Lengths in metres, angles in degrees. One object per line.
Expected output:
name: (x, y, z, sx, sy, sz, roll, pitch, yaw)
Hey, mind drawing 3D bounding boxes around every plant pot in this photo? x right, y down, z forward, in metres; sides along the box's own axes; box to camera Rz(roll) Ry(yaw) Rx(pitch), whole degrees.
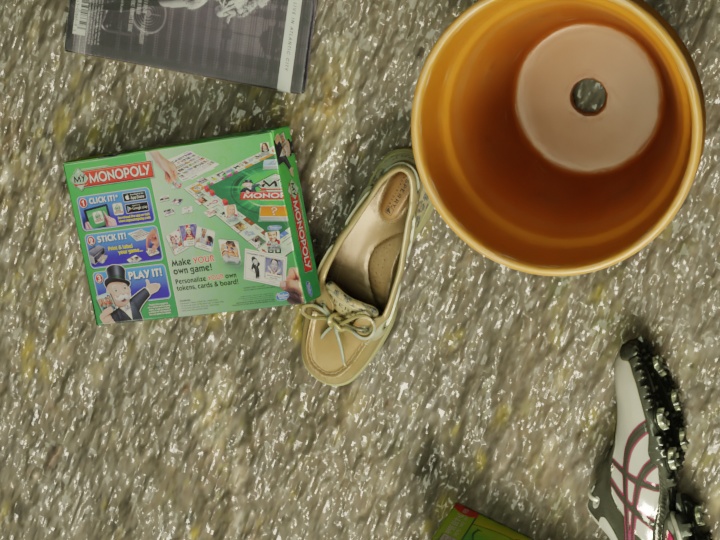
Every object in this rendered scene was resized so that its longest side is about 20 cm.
plant pot: (0.150, -0.112, 1.530, 0.198, 0.183, 0.202, 3, 102, 13)

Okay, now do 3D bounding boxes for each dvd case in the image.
dvd case: (-0.128, -0.227, 1.666, 0.198, 0.016, 0.150, 11, 103, 13)

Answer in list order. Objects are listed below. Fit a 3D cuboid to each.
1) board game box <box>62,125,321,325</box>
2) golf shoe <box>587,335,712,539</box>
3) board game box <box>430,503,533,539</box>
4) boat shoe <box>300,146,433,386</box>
board game box: (-0.133, -0.033, 1.677, 0.199, 0.029, 0.136, -6, 99, 29)
golf shoe: (0.207, 0.153, 1.628, 0.087, 0.077, 0.202, -8, 99, 23)
board game box: (0.144, 0.255, 1.649, 0.199, 0.102, 0.048, 25, 105, 8)
boat shoe: (0.000, 0.000, 1.654, 0.073, 0.063, 0.201, 22, 106, 8)
